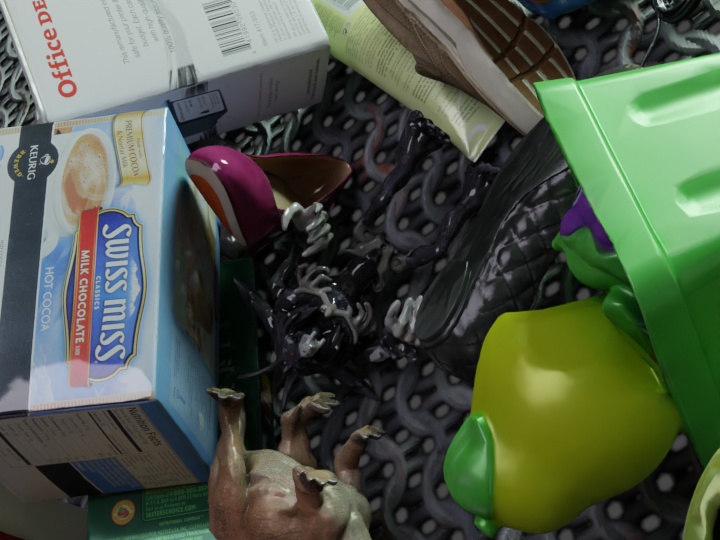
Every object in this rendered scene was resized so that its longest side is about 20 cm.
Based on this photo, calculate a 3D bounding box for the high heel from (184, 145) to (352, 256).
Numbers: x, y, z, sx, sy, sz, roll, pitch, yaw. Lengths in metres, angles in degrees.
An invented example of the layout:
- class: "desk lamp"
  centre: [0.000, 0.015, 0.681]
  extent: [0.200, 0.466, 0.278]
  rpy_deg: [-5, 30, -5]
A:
- class: "high heel"
  centre: [-0.052, -0.063, 0.792]
  extent: [0.096, 0.200, 0.068]
  rpy_deg: [-37, 87, -3]

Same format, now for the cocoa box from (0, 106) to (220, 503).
- class: "cocoa box"
  centre: [-0.163, 0.022, 0.773]
  extent: [0.130, 0.134, 0.201]
  rpy_deg: [-7, 60, 7]

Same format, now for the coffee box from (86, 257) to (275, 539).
- class: "coffee box"
  centre: [-0.117, 0.095, 0.827]
  extent: [0.122, 0.044, 0.201]
  rpy_deg: [-12, 60, 9]

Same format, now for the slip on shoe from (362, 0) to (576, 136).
- class: "slip on shoe"
  centre: [0.062, -0.143, 0.789]
  extent: [0.200, 0.076, 0.061]
  rpy_deg: [51, 133, 23]

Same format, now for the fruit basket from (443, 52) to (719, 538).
- class: "fruit basket"
  centre: [0.119, 0.026, 0.583]
  extent: [0.215, 0.215, 0.156]
  rpy_deg: [-35, 49, 21]

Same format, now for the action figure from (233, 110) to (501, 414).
- class: "action figure"
  centre: [0.000, 0.000, 0.760]
  extent: [0.119, 0.102, 0.200]
  rpy_deg: [38, 87, 0]

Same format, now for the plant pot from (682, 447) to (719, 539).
- class: "plant pot"
  centre: [0.213, 0.127, 0.460]
  extent: [0.199, 0.184, 0.202]
  rpy_deg: [-19, 57, 32]

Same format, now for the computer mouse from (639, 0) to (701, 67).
- class: "computer mouse"
  centre: [0.171, -0.114, 0.735]
  extent: [0.058, 0.034, 0.201]
  rpy_deg: [1, 67, 51]

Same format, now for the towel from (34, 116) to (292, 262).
- class: "towel"
  centre: [-0.175, -0.032, 0.914]
  extent: [0.192, 0.035, 0.201]
  rpy_deg: [35, 94, 12]

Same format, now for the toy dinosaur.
- class: "toy dinosaur"
  centre: [-0.044, 0.147, 0.714]
  extent: [0.199, 0.085, 0.137]
  rpy_deg: [29, 112, 44]

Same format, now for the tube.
- class: "tube"
  centre: [0.035, -0.144, 0.860]
  extent: [0.200, 0.052, 0.058]
  rpy_deg: [36, 132, 41]

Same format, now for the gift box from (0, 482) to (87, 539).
- class: "gift box"
  centre: [-0.237, 0.244, 0.777]
  extent: [0.185, 0.186, 0.200]
  rpy_deg: [-50, 44, 7]

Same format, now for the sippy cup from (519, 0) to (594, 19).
- class: "sippy cup"
  centre: [0.110, -0.233, 0.769]
  extent: [0.139, 0.130, 0.179]
  rpy_deg: [-14, 41, 41]

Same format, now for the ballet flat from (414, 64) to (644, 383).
- class: "ballet flat"
  centre: [0.101, -0.028, 0.701]
  extent: [0.201, 0.057, 0.066]
  rpy_deg: [-55, 26, 1]

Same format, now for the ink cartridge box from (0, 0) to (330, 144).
- class: "ink cartridge box"
  centre: [-0.140, -0.169, 0.878]
  extent: [0.199, 0.086, 0.147]
  rpy_deg: [-19, 70, -13]
